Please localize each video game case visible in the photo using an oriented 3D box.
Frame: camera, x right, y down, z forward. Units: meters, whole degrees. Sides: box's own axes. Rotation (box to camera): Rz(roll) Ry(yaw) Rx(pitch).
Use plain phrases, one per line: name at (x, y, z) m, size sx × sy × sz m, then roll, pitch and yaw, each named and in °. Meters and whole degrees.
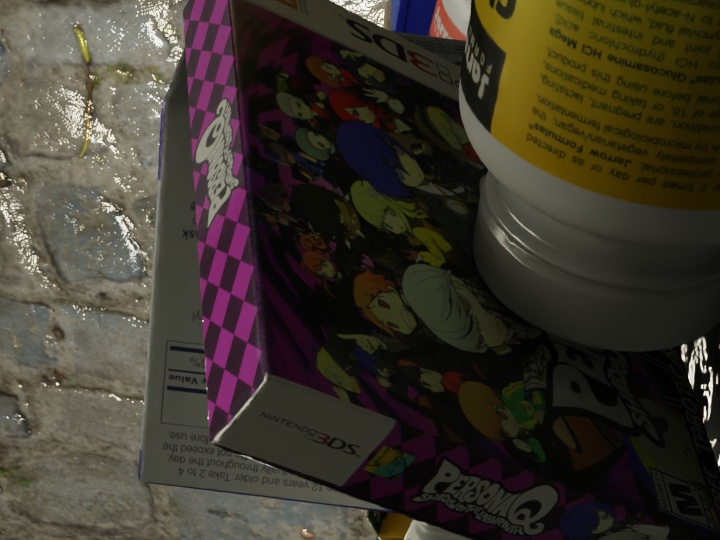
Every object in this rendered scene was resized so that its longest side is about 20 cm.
video game case at (0.029, -0.001, 0.565) m, size 0.036 × 0.180 × 0.201 m, roll -48°, pitch 33°, yaw 32°

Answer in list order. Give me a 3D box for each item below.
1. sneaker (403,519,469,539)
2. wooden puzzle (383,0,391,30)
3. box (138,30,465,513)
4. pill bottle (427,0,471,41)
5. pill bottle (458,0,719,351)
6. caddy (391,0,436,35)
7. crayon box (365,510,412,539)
sneaker at (0.050, 0.095, 0.682) m, size 0.081 × 0.074 × 0.202 m, roll -51°, pitch -26°, yaw -62°
wooden puzzle at (0.072, -0.059, 1.138) m, size 0.200 × 0.037 × 0.187 m, roll 49°, pitch -145°, yaw -45°
box at (0.000, 0.000, 0.786) m, size 0.105 × 0.182 × 0.202 m, roll -86°, pitch 4°, yaw -59°
pill bottle at (0.086, -0.102, 0.858) m, size 0.112 × 0.110 × 0.201 m, roll -82°, pitch 4°, yaw -48°
pill bottle at (0.088, -0.081, 0.488) m, size 0.113 × 0.111 × 0.202 m, roll -82°, pitch 1°, yaw -55°
caddy at (0.086, -0.186, 0.956) m, size 0.201 × 0.140 × 0.106 m, roll 101°, pitch 173°, yaw -59°
crayon box at (0.055, 0.126, 1.048) m, size 0.200 × 0.050 × 0.128 m, roll 60°, pitch -146°, yaw -60°
